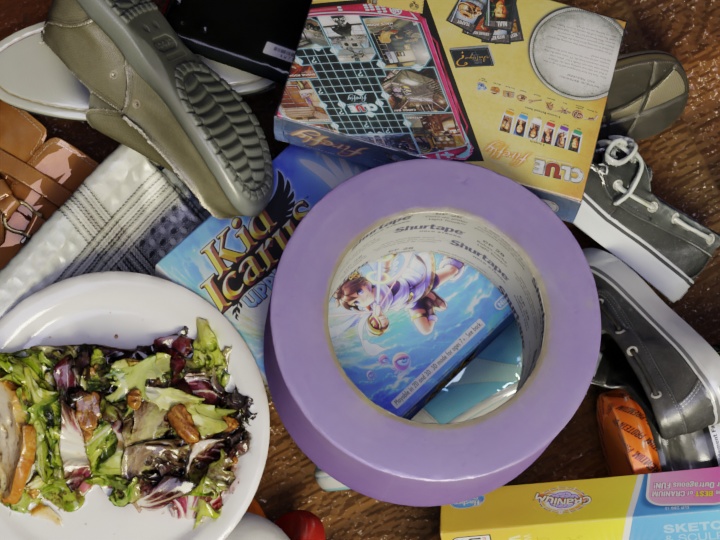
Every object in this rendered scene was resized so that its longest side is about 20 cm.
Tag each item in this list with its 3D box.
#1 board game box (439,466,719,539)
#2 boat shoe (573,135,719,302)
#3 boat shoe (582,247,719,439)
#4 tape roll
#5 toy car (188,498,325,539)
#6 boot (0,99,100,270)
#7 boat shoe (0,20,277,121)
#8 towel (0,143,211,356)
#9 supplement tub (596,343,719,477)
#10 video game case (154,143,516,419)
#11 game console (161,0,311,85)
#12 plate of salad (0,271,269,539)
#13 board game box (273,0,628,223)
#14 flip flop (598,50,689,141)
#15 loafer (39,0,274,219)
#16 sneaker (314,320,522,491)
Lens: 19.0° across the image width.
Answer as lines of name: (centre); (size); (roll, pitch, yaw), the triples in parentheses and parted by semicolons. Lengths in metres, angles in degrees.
board game box: (0.162, 0.202, 1.412); (0.199, 0.040, 0.153); (-7, 128, 10)
boat shoe: (0.165, -0.057, 1.436); (0.199, 0.074, 0.068); (38, 97, -22)
boat shoe: (0.168, 0.051, 1.399); (0.066, 0.200, 0.070); (-27, 127, -12)
tape roll: (0.042, 0.039, 1.314); (0.199, 0.085, 0.201); (2, 74, -6)
toy car: (-0.062, 0.232, 1.413); (0.150, 0.175, 0.200); (-35, 93, -41)
boot: (-0.216, -0.005, 1.433); (0.200, 0.077, 0.155); (40, 83, 3)
boat shoe: (-0.149, -0.135, 1.435); (0.199, 0.062, 0.075); (-11, 82, -10)
towel: (-0.135, 0.029, 1.411); (0.193, 0.035, 0.200); (48, 69, -15)
supplement tub: (0.267, 0.105, 1.445); (0.199, 0.123, 0.123); (-14, 91, -4)
video game case: (0.000, 0.000, 1.390); (0.200, 0.045, 0.181); (-43, 79, -15)
game console: (-0.015, -0.193, 1.428); (0.199, 0.031, 0.177); (19, 68, 3)
plate of salad: (-0.156, 0.096, 1.327); (0.199, 0.048, 0.201); (-1, 77, 3)
board game box: (0.058, -0.122, 1.371); (0.199, 0.035, 0.136); (16, 68, 2)
flip flop: (0.123, -0.119, 1.464); (0.199, 0.058, 0.081); (-10, 127, -8)
loafer: (-0.131, -0.107, 1.370); (0.070, 0.075, 0.200); (-42, 80, 27)
sneaker: (0.040, 0.058, 1.448); (0.199, 0.080, 0.131); (-26, 94, -14)
